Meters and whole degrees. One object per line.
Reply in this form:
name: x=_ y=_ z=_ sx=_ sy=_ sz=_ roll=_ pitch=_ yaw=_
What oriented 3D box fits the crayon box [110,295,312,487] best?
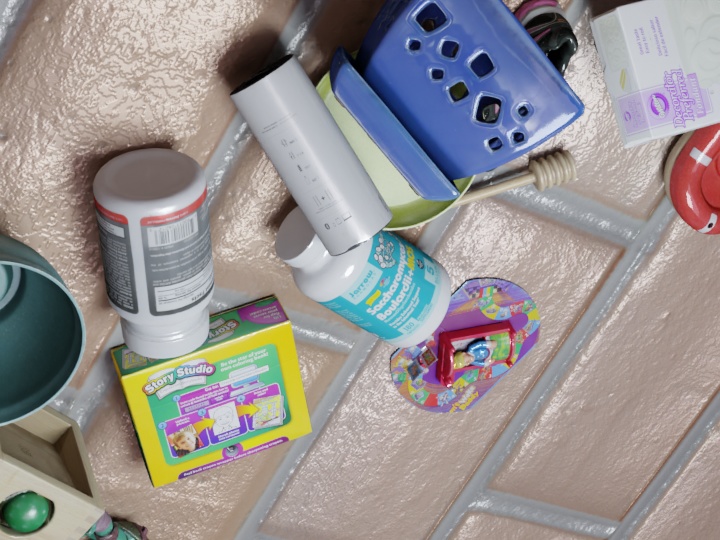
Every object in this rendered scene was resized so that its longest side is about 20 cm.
crayon box: x=-0.167 y=0.139 z=1.807 sx=0.199 sy=0.058 sz=0.173 roll=-18 pitch=127 yaw=-12

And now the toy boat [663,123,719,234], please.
toy boat: x=0.453 y=-0.125 z=1.846 sx=0.130 sy=0.131 sz=0.201 roll=23 pitch=112 yaw=-33

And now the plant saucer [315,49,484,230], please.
plant saucer: x=0.033 y=-0.144 z=1.680 sx=0.198 sy=0.031 sz=0.202 roll=-2 pitch=106 yaw=-8

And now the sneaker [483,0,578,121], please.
sneaker: x=0.170 y=-0.191 z=1.705 sx=0.080 sy=0.086 sz=0.201 roll=8 pitch=120 yaw=-26

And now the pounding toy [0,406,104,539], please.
pounding toy: x=-0.394 y=0.233 z=1.681 sx=0.142 sy=0.200 sz=0.184 roll=-45 pitch=128 yaw=12

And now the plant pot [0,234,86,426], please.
plant pot: x=-0.389 y=0.040 z=1.591 sx=0.199 sy=0.134 sz=0.201 roll=-12 pitch=126 yaw=-16

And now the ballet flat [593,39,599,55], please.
ballet flat: x=0.337 y=-0.223 z=1.774 sx=0.199 sy=0.074 sz=0.075 roll=7 pitch=120 yaw=-23

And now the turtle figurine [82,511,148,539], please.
turtle figurine: x=-0.293 y=0.340 z=1.871 sx=0.149 sy=0.101 sz=0.200 roll=-3 pitch=136 yaw=31

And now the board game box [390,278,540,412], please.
board game box: x=0.138 y=0.106 z=1.927 sx=0.200 sy=0.039 sz=0.158 roll=-45 pitch=128 yaw=11

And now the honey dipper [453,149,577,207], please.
honey dipper: x=0.150 y=-0.090 z=1.801 sx=0.199 sy=0.038 sz=0.038 roll=-19 pitch=129 yaw=-8

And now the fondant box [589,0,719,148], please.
fondant box: x=0.358 y=-0.227 z=1.713 sx=0.199 sy=0.058 sz=0.145 roll=-16 pitch=91 yaw=-26

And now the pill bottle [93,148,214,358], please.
pill bottle: x=-0.211 y=-0.015 z=1.643 sx=0.115 sy=0.116 sz=0.201 roll=-12 pitch=127 yaw=-16

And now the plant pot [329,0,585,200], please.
plant pot: x=0.081 y=-0.187 z=1.557 sx=0.180 sy=0.200 sz=0.200 roll=-39 pitch=102 yaw=6

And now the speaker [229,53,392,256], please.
speaker: x=-0.051 y=-0.119 z=1.614 sx=0.081 sy=0.081 sz=0.201 roll=-33 pitch=103 yaw=1

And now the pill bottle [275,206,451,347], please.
pill bottle: x=0.000 y=0.000 z=1.748 sx=0.199 sy=0.111 sz=0.111 roll=30 pitch=107 yaw=-36
